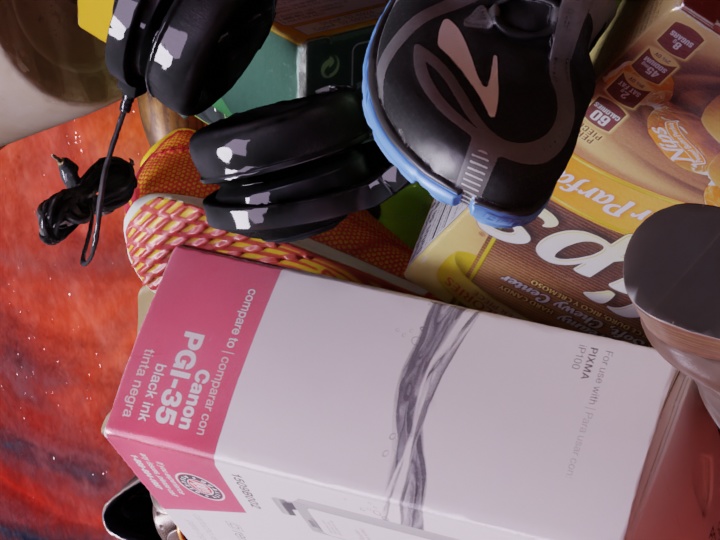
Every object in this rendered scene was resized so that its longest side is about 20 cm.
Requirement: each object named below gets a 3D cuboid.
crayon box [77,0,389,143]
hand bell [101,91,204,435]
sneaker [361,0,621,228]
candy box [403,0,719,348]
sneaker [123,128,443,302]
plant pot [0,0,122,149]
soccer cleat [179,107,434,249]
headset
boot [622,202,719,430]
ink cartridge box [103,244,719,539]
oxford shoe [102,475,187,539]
[{"bbox_3d":[-0.028,-0.113,1.029,0.200,0.125,0.052,34,131,46],"label":"crayon box"},{"bbox_3d":[-0.083,-0.026,1.217,0.104,0.104,0.201,-22,73,58],"label":"hand bell"},{"bbox_3d":[0.056,-0.101,0.795,0.070,0.200,0.083,26,147,-6],"label":"sneaker"},{"bbox_3d":[0.111,-0.029,0.867,0.115,0.055,0.200,31,145,-9],"label":"candy box"},{"bbox_3d":[0.000,0.000,1.026,0.073,0.199,0.077,-48,21,34],"label":"sneaker"},{"bbox_3d":[-0.181,-0.139,1.204,0.173,0.199,0.201,6,109,46],"label":"plant pot"},{"bbox_3d":[-0.023,-0.075,1.106,0.200,0.067,0.081,45,129,28],"label":"soccer cleat"},{"bbox_3d":[-0.039,-0.067,0.904,0.200,0.094,0.124,-34,91,26],"label":"headset"},{"bbox_3d":[0.180,0.054,0.794,0.186,0.064,0.200,28,170,26],"label":"boot"},{"bbox_3d":[0.026,0.074,0.941,0.199,0.083,0.147,13,157,21],"label":"ink cartridge box"},{"bbox_3d":[-0.057,0.118,1.229,0.200,0.073,0.072,-13,93,58],"label":"oxford shoe"}]
